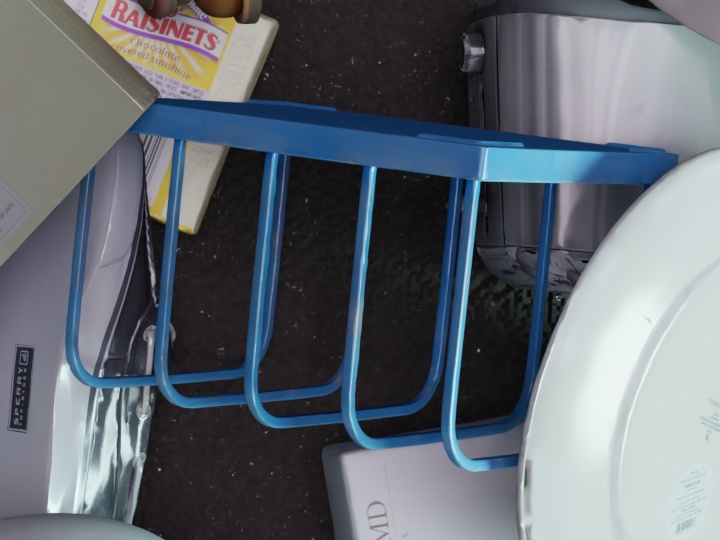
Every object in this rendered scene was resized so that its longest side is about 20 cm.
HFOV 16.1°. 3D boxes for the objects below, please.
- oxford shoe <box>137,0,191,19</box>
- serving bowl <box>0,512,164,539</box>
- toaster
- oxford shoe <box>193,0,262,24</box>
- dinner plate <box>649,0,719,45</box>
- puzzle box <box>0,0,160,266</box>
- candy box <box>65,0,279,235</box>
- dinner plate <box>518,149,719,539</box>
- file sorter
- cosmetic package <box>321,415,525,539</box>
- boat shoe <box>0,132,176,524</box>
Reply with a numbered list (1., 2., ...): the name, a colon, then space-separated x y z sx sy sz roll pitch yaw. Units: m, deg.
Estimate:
1. oxford shoe: -0.082 -0.206 1.084 0.074 0.071 0.200 -7 80 -16
2. serving bowl: -0.149 0.167 1.031 0.200 0.200 0.066 -28 50 -8
3. toaster: 0.137 -0.050 1.096 0.200 0.114 0.129 4 91 -11
4. oxford shoe: -0.089 -0.188 1.011 0.071 0.071 0.200 -19 89 -14
5. dinner plate: 0.202 -0.135 1.077 0.200 0.200 0.024 8 125 -7
6. puzzle box: -0.190 -0.045 0.995 0.133 0.025 0.200 44 113 -6
7. candy box: -0.146 -0.098 1.100 0.200 0.026 0.102 22 85 -6
8. dinner plate: 0.130 0.051 0.989 0.024 0.200 0.200 23 83 37
9. file sorter: 0.000 0.000 1.005 0.200 0.139 0.123 9 97 36
10. cosmetic package: 0.092 0.109 1.102 0.200 0.071 0.101 -10 89 -8
11. boat shoe: -0.111 0.033 1.079 0.068 0.072 0.200 8 89 -43
